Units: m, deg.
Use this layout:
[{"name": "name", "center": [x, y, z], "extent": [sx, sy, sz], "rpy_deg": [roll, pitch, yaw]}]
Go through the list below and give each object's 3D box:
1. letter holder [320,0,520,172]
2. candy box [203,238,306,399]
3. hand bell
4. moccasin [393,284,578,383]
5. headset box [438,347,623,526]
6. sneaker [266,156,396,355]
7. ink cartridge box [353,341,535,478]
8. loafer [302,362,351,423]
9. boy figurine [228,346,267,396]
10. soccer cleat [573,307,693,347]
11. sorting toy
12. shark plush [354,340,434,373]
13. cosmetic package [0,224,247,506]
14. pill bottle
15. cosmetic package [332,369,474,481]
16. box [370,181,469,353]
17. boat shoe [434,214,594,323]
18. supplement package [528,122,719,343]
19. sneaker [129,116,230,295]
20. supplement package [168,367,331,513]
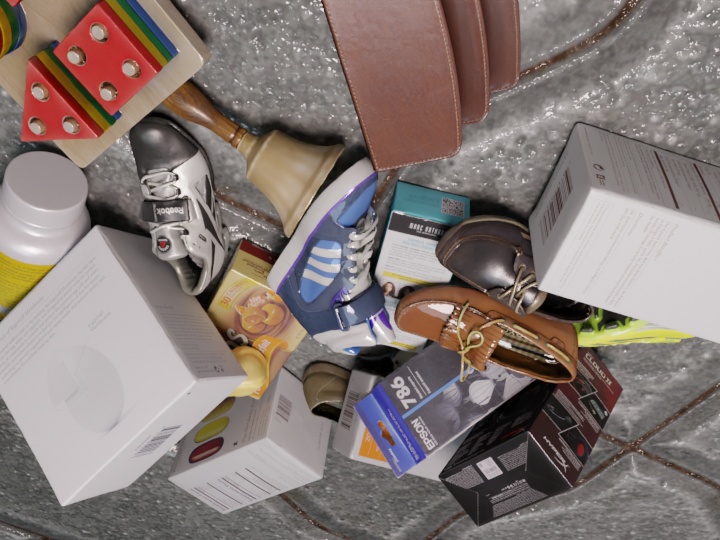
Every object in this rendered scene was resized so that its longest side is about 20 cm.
[{"name": "letter holder", "center": [0.056, -0.200, 0.617], "extent": [0.139, 0.102, 0.202], "rpy_deg": [-8, 131, 15]}, {"name": "candy box", "center": [-0.132, 0.065, 0.930], "extent": [0.114, 0.056, 0.201], "rpy_deg": [26, 133, -12]}, {"name": "hand bell", "center": [-0.122, -0.131, 0.738], "extent": [0.198, 0.105, 0.104], "rpy_deg": [34, 131, -6]}, {"name": "moccasin", "center": [0.131, 0.072, 0.808], "extent": [0.198, 0.079, 0.074], "rpy_deg": [20, 133, -7]}, {"name": "headset box", "center": [0.197, 0.175, 0.867], "extent": [0.075, 0.200, 0.148], "rpy_deg": [50, 133, 1]}, {"name": "sneaker", "center": [0.000, 0.000, 0.785], "extent": [0.146, 0.081, 0.201], "rpy_deg": [43, 127, 5]}, {"name": "ink cartridge box", "center": [0.094, 0.134, 0.866], "extent": [0.199, 0.100, 0.039], "rpy_deg": [-36, 166, -1]}, {"name": "loafer", "center": [0.012, 0.187, 1.011], "extent": [0.196, 0.068, 0.077], "rpy_deg": [18, 134, -7]}, {"name": "boy figurine", "center": [-0.203, 0.113, 0.909], "extent": [0.196, 0.064, 0.127], "rpy_deg": [-3, 103, 15]}, {"name": "soccer cleat", "center": [0.308, 0.058, 0.838], "extent": [0.197, 0.065, 0.084], "rpy_deg": [-15, 131, 22]}, {"name": "sorting toy", "center": [-0.270, -0.202, 0.674], "extent": [0.197, 0.070, 0.201], "rpy_deg": [-28, 114, 32]}, {"name": "shark plush", "center": [0.090, 0.126, 0.944], "extent": [0.196, 0.093, 0.083], "rpy_deg": [-13, 162, 14]}, {"name": "cosmetic package", "center": [-0.265, 0.099, 0.829], "extent": [0.199, 0.123, 0.201], "rpy_deg": [-41, 75, 10]}, {"name": "pill bottle", "center": [-0.358, -0.030, 0.845], "extent": [0.110, 0.113, 0.201], "rpy_deg": [24, 134, -13]}, {"name": "cosmetic package", "center": [0.075, 0.198, 0.955], "extent": [0.197, 0.103, 0.071], "rpy_deg": [18, 173, -21]}, {"name": "box", "center": [0.054, 0.003, 0.842], "extent": [0.081, 0.050, 0.202], "rpy_deg": [13, 134, -3]}, {"name": "boat shoe", "center": [0.164, 0.003, 0.770], "extent": [0.197, 0.074, 0.075], "rpy_deg": [14, 122, -29]}, {"name": "supplement package", "center": [0.272, -0.033, 0.715], "extent": [0.196, 0.118, 0.118], "rpy_deg": [16, 128, -5]}, {"name": "sneaker", "center": [-0.190, -0.060, 0.804], "extent": [0.073, 0.089, 0.202], "rpy_deg": [-4, 131, 16]}, {"name": "supplement package", "center": [-0.149, 0.237, 1.057], "extent": [0.198, 0.115, 0.109], "rpy_deg": [-28, 125, 31]}]
